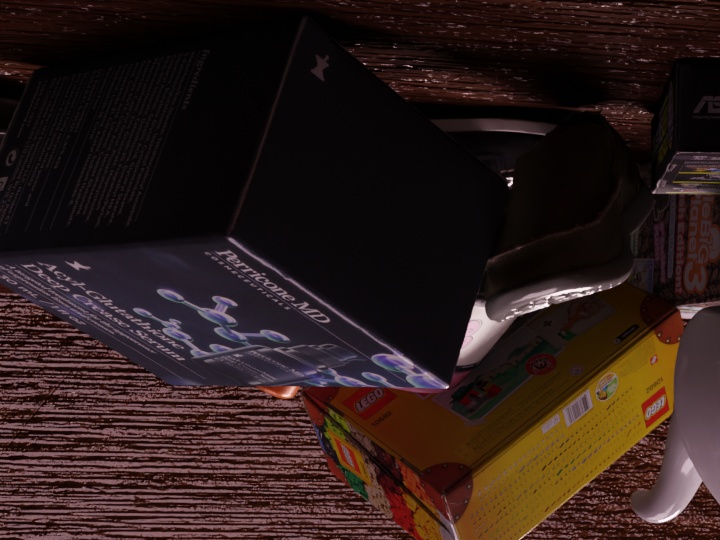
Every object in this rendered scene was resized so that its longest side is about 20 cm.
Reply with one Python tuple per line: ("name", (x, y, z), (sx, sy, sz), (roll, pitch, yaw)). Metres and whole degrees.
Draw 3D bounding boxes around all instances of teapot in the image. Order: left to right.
("teapot", (0.260, 0.099, 0.910), (0.196, 0.147, 0.200), (3, -178, -2))

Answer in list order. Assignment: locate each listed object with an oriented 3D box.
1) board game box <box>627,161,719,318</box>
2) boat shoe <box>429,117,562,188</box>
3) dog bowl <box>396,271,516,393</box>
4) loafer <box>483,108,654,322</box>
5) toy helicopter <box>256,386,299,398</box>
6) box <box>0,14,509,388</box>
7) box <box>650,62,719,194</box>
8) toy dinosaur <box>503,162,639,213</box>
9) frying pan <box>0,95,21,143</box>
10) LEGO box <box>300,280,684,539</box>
("board game box", (0.263, -0.020, 1.095), (0.158, 0.098, 0.200), (3, 176, -17))
("boat shoe", (0.040, -0.055, 0.937), (0.198, 0.061, 0.074), (3, 176, -20))
("dog bowl", (0.000, 0.000, 1.021), (0.199, 0.074, 0.200), (23, -165, -6))
("loafer", (0.096, -0.032, 0.848), (0.075, 0.070, 0.200), (-18, -169, 20))
("toy helicopter", (-0.110, 0.005, 1.092), (0.132, 0.079, 0.199), (40, -166, 37))
("box", (-0.060, -0.023, 0.794), (0.199, 0.108, 0.148), (-4, 150, 45))
("box", (0.247, -0.066, 0.843), (0.198, 0.045, 0.160), (1, 177, 7))
("toy dinosaur", (0.108, -0.049, 1.056), (0.102, 0.078, 0.200), (16, -167, -7))
("frying pan", (-0.229, -0.076, 0.947), (0.114, 0.031, 0.190), (4, 178, -33))
("LEGO box", (0.088, 0.077, 1.086), (0.199, 0.078, 0.149), (-35, -141, -20))
